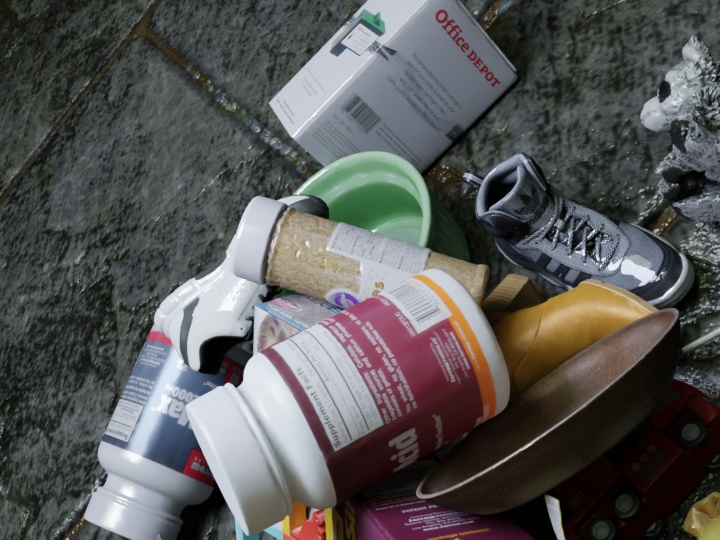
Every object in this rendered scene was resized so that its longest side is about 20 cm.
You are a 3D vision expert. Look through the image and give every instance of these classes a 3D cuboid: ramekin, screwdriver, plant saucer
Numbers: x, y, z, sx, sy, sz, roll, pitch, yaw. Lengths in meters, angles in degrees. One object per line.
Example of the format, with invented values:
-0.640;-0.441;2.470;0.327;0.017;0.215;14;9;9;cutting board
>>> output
0.006;0.000;0.918;0.199;0.098;0.202;-21;52;30;ramekin
0.234;0.049;0.671;0.199;0.028;0.029;-32;13;26;screwdriver
0.125;0.096;0.622;0.200;0.200;0.037;-38;87;16;plant saucer

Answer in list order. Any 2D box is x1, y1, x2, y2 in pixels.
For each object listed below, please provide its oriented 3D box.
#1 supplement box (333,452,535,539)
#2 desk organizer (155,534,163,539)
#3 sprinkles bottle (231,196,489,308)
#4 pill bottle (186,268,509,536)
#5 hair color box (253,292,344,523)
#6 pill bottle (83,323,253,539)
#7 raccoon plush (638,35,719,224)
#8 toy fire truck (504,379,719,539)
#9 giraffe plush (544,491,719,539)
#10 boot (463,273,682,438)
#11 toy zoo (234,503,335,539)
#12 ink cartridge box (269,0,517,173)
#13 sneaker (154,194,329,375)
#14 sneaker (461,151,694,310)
0.049;0.208;0.649;0.200;0.085;0.112;-156;63;-71;supplement box
-0.127;0.323;0.839;0.072;0.077;0.200;-53;43;0;desk organizer
0.000;0.000;0.783;0.198;0.068;0.069;17;71;6;sprinkles bottle
-0.009;0.090;0.672;0.199;0.115;0.114;-26;41;-16;pill bottle
-0.040;0.129;0.816;0.100;0.060;0.202;24;119;41;hair color box
-0.186;0.162;0.964;0.119;0.119;0.201;7;69;43;pill bottle
0.313;-0.105;0.758;0.198;0.097;0.135;14;56;15;raccoon plush
0.160;0.146;0.726;0.200;0.049;0.141;-49;40;2;toy fire truck
0.207;0.201;0.587;0.161;0.202;0.173;-16;20;-7;giraffe plush
0.137;0.078;0.762;0.144;0.071;0.201;-52;29;-16;boot
-0.056;0.215;0.800;0.131;0.020;0.202;15;114;45;toy zoo
0.034;-0.179;0.975;0.200;0.146;0.084;-44;41;9;ink cartridge box
-0.095;0.015;0.885;0.200;0.074;0.080;-44;60;16;sneaker
0.163;-0.031;0.790;0.199;0.114;0.076;27;82;47;sneaker
